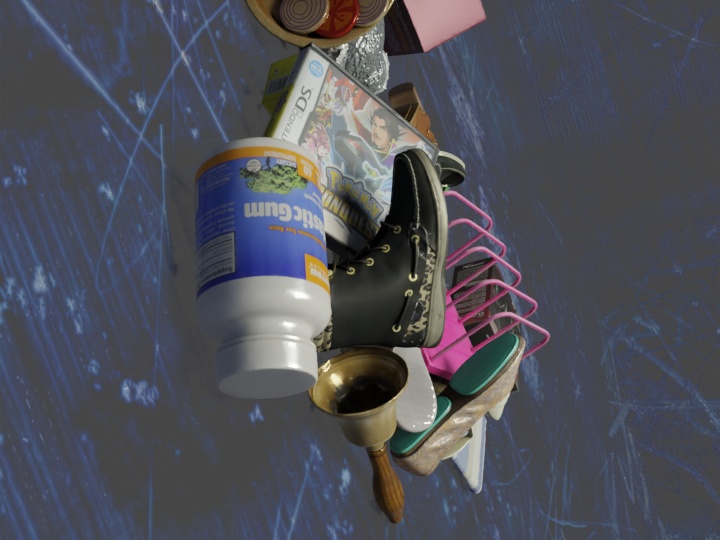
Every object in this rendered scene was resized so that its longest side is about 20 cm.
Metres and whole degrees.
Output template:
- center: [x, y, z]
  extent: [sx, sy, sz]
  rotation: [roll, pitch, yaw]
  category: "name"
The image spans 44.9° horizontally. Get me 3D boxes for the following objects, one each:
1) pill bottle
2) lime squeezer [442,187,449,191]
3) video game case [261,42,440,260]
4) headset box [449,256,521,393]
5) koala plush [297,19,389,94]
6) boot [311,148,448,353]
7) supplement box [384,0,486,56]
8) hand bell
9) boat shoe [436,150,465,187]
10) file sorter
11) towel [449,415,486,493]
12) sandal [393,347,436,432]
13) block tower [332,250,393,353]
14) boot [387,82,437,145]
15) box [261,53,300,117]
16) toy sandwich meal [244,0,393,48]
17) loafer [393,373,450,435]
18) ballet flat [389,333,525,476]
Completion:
- center: [-0.082, 0.000, 0.733]
  extent: [0.112, 0.112, 0.201]
  rotation: [37, 41, -57]
  category: "pill bottle"
- center: [0.087, -0.096, 1.289]
  extent: [0.200, 0.038, 0.071]
  rotation: [-23, 95, -48]
  category: "lime squeezer"
- center: [-0.013, -0.110, 0.920]
  extent: [0.200, 0.025, 0.181]
  rotation: [34, 61, -28]
  category: "video game case"
- center: [0.201, 0.097, 1.408]
  extent: [0.200, 0.077, 0.149]
  rotation: [-73, 141, -57]
  category: "headset box"
- center: [-0.019, -0.315, 1.055]
  extent: [0.177, 0.183, 0.201]
  rotation: [1, 86, -67]
  category: "koala plush"
- center: [0.005, -0.014, 0.858]
  extent: [0.073, 0.153, 0.204]
  rotation: [-153, -122, -68]
  category: "boot"
- center: [0.069, -0.359, 1.213]
  extent: [0.200, 0.110, 0.086]
  rotation: [24, -39, 63]
  category: "supplement box"
- center: [0.017, 0.191, 0.916]
  extent: [0.104, 0.104, 0.201]
  rotation: [-72, 154, -55]
  category: "hand bell"
- center: [0.075, -0.131, 1.218]
  extent: [0.200, 0.072, 0.068]
  rotation: [2, 67, -45]
  category: "boat shoe"
- center: [0.127, 0.023, 1.081]
  extent: [0.139, 0.125, 0.200]
  rotation: [26, 34, -47]
  category: "file sorter"
- center: [0.130, 0.204, 1.233]
  extent: [0.200, 0.024, 0.147]
  rotation: [56, 30, -34]
  category: "towel"
- center: [0.027, 0.094, 0.993]
  extent: [0.059, 0.079, 0.207]
  rotation: [115, -35, -57]
  category: "sandal"
- center: [0.000, 0.000, 0.974]
  extent: [0.054, 0.058, 0.201]
  rotation: [111, -21, -56]
  category: "block tower"
- center: [0.075, -0.178, 1.315]
  extent: [0.200, 0.076, 0.156]
  rotation: [-82, 153, -60]
  category: "boot"
- center: [-0.040, -0.154, 1.022]
  extent: [0.200, 0.050, 0.075]
  rotation: [53, 33, -44]
  category: "box"
- center: [-0.050, -0.344, 0.946]
  extent: [0.070, 0.204, 0.206]
  rotation: [6, 69, -84]
  category: "toy sandwich meal"
- center: [0.082, 0.162, 1.085]
  extent: [0.200, 0.076, 0.068]
  rotation: [-27, 101, -58]
  category: "loafer"
- center: [0.119, 0.155, 0.986]
  extent: [0.067, 0.200, 0.068]
  rotation: [50, -3, -25]
  category: "ballet flat"
